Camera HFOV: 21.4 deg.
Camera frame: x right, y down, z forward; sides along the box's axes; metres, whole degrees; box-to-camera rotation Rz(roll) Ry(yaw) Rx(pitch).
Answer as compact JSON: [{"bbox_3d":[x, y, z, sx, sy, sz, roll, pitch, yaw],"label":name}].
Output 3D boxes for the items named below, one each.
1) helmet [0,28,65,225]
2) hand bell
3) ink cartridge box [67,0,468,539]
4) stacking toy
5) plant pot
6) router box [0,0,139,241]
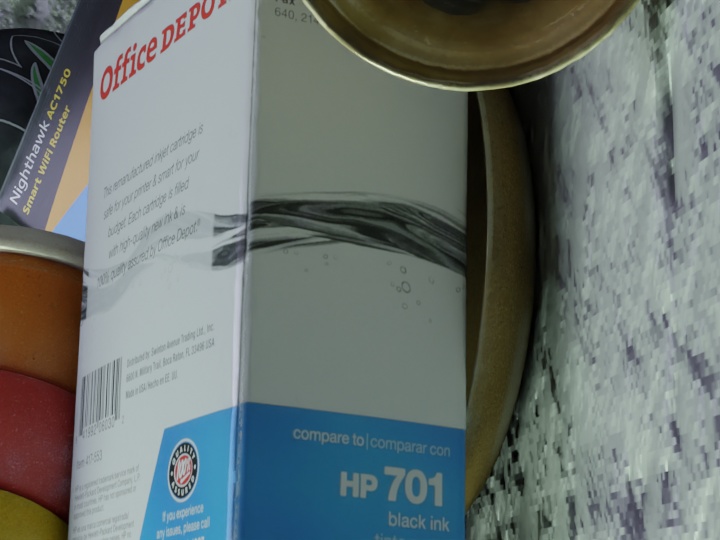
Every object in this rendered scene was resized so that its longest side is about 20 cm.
[{"bbox_3d":[-0.162,-0.018,0.974,0.191,0.198,0.201,122,151,-47],"label":"helmet"},{"bbox_3d":[0.036,-0.115,0.570,0.200,0.103,0.105,-65,-21,-78],"label":"hand bell"},{"bbox_3d":[-0.033,0.005,0.630,0.146,0.085,0.202,-24,60,59],"label":"ink cartridge box"},{"bbox_3d":[-0.137,0.098,0.688,0.147,0.145,0.201,102,175,-50],"label":"stacking toy"},{"bbox_3d":[0.021,0.008,0.675,0.200,0.027,0.202,-175,90,-73],"label":"plant pot"},{"bbox_3d":[-0.063,-0.082,0.800,0.149,0.051,0.201,33,104,40],"label":"router box"}]
